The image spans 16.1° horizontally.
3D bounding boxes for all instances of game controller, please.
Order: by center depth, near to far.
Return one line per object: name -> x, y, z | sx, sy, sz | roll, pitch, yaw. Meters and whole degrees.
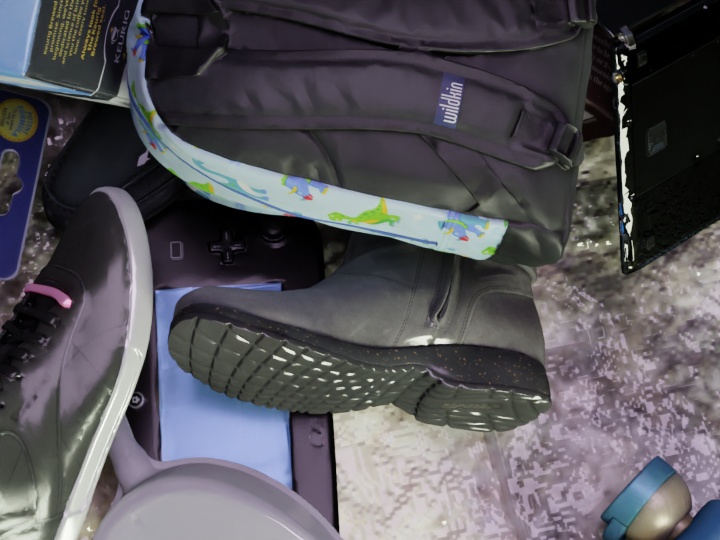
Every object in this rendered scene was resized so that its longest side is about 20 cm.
game controller -> -0.066, 0.062, 1.234 | 0.104, 0.042, 0.200 | -1, 74, -9

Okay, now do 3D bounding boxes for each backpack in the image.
backpack -> -0.008, -0.087, 1.159 | 0.200, 0.154, 0.163 | 6, 81, -16

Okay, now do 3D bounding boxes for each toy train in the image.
toy train -> 0.124, 0.190, 1.211 | 0.116, 0.085, 0.200 | 40, 72, 14

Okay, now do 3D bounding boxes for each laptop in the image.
laptop -> 0.152, -0.132, 1.274 | 0.177, 0.200, 0.103 | -29, 38, -33

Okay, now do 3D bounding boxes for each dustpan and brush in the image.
dustpan and brush -> -0.092, 0.118, 1.186 | 0.140, 0.057, 0.200 | -37, 80, 10

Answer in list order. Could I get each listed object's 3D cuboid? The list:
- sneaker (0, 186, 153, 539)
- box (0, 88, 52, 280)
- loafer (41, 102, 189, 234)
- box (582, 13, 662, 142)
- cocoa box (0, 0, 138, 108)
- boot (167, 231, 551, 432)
sneaker -> -0.163, 0.050, 1.161 | 0.099, 0.071, 0.200 | 19, 87, -37
box -> -0.254, -0.055, 1.214 | 0.200, 0.032, 0.121 | 14, 49, -10
loafer -> -0.087, -0.099, 1.255 | 0.068, 0.070, 0.201 | 31, 68, 28
box -> 0.107, -0.175, 1.297 | 0.100, 0.075, 0.200 | 29, 71, -26
cocoa box -> -0.164, -0.188, 1.176 | 0.133, 0.131, 0.200 | 12, 92, 19
boot -> 0.000, 0.000, 1.224 | 0.200, 0.070, 0.132 | 12, 62, -26
